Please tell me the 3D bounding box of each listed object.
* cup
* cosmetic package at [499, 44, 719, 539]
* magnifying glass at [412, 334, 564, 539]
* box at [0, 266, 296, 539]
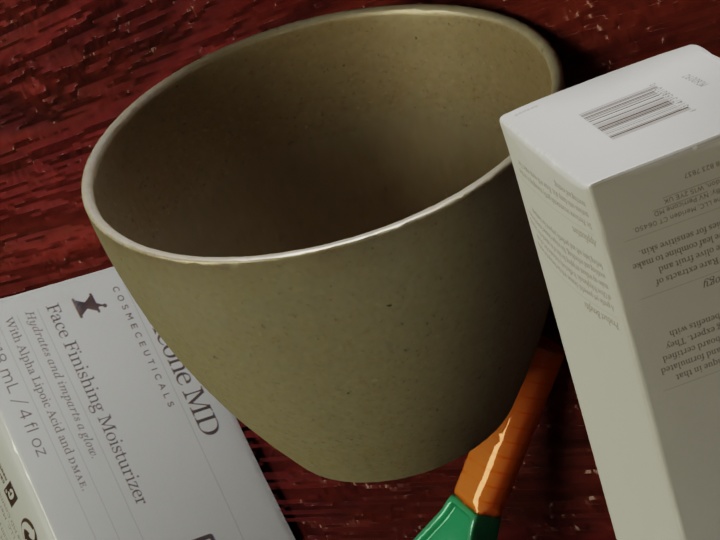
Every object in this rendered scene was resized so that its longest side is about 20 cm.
[{"bbox_3d":[0.000,0.000,1.162,0.200,0.200,0.144,31,144,51],"label":"cup"},{"bbox_3d":[0.123,0.035,1.000,0.108,0.084,0.201,-131,22,-67],"label":"cosmetic package"},{"bbox_3d":[0.043,0.121,1.231,0.080,0.022,0.201,38,111,48],"label":"magnifying glass"},{"bbox_3d":[-0.151,0.132,1.554,0.200,0.130,0.200,63,150,18],"label":"box"}]
